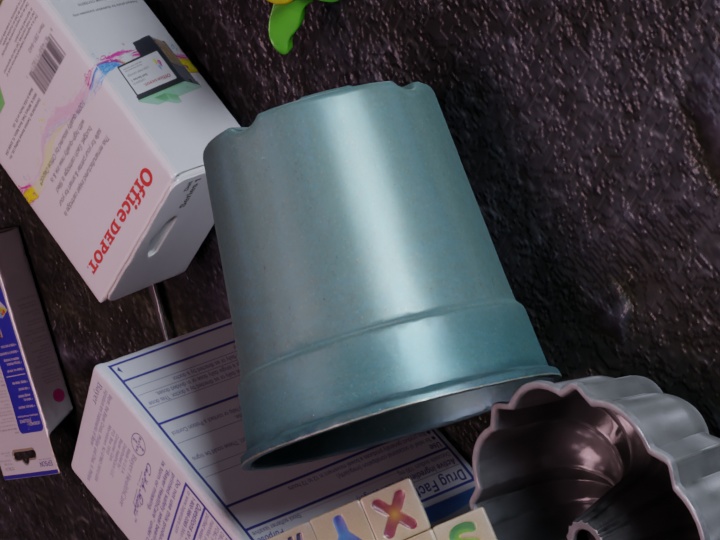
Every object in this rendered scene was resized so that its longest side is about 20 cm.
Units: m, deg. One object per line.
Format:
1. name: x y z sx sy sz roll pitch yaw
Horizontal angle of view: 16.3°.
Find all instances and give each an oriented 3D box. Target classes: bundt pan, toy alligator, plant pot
1. bundt pan: 0.157 0.149 1.464 0.202 0.076 0.202 28 127 44
2. toy alligator: -0.039 -0.235 1.573 0.054 0.059 0.200 -2 106 9
3. plant pot: 0.000 0.000 1.523 0.200 0.200 0.196 -28 74 54

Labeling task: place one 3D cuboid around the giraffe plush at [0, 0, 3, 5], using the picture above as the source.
1. giraffe plush: -0.269 -0.278 1.768 0.162 0.173 0.200 -32 85 42

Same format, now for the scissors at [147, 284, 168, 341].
1. scissors: -0.171 -0.040 1.865 0.073 0.014 0.200 13 116 47

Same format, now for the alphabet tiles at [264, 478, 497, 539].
1. alphabet tiles: 0.023 0.235 1.503 0.006 0.166 0.200 36 -149 -84

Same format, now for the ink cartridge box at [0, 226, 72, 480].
1. ink cartridge box: -0.284 0.068 2.040 0.095 0.037 0.200 -12 93 53

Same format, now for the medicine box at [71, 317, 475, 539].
1. medicine box: -0.057 0.133 1.647 0.200 0.182 0.103 48 139 29

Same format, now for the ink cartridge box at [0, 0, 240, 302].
1. ink cartridge box: -0.181 -0.102 1.771 0.200 0.084 0.145 52 135 19
